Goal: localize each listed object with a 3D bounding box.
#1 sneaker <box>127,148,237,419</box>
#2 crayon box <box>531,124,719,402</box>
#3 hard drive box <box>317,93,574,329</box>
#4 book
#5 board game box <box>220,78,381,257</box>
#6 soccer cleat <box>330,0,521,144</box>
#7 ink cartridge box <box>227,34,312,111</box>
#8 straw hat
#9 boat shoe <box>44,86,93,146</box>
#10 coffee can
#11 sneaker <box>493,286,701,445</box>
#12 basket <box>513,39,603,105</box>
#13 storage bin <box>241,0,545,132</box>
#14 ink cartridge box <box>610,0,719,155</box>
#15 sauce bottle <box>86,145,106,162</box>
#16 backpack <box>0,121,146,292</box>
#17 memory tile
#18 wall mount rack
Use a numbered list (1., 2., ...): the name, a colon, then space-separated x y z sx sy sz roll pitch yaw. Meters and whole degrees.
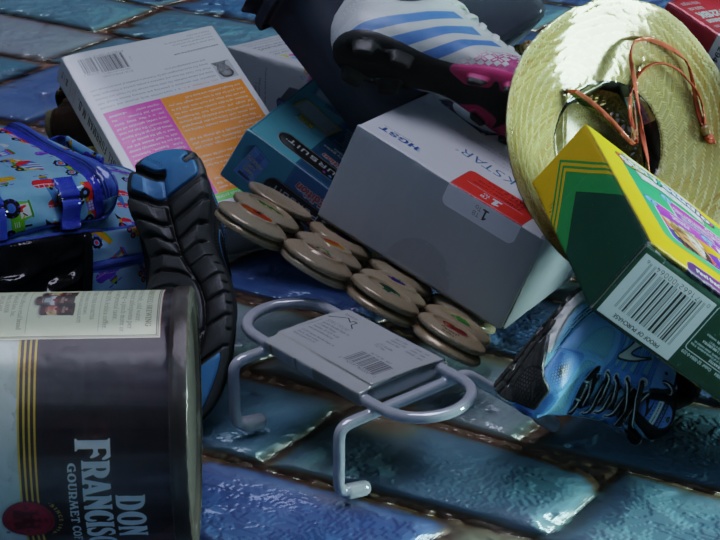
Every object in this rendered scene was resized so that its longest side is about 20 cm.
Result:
1. sneaker: -0.108 0.019 1.513 0.073 0.082 0.201 -10 57 11
2. crayon box: 0.209 0.016 1.424 0.199 0.058 0.173 35 16 -22
3. hard drive box: 0.086 -0.051 1.644 0.155 0.077 0.200 32 25 13
4. book: -0.132 -0.099 1.777 0.133 0.048 0.201 -14 55 -27
5. board game box: 0.000 -0.074 1.744 0.151 0.047 0.200 37 29 4
6. soccer cleat: 0.077 -0.152 1.630 0.199 0.070 0.087 20 56 -10
7. ink cartridge box: 0.003 -0.144 1.965 0.145 0.088 0.199 -18 29 -40
8. straw hat: 0.154 -0.078 1.555 0.200 0.203 0.085 -15 -1 -34
9. boat shoe: -0.225 -0.119 1.943 0.074 0.075 0.202 -17 17 -4
10. coffee can: -0.191 0.084 1.301 0.198 0.148 0.147 -1 21 -1
11. sneaker: 0.157 0.062 1.418 0.090 0.079 0.199 48 28 18
12. basket: 0.175 -0.143 1.873 0.199 0.150 0.143 -13 25 -27
13. storage bin: 0.031 -0.195 1.723 0.199 0.135 0.146 -32 -2 -14
14. ink cartridge box: 0.277 -0.078 1.614 0.200 0.145 0.084 37 27 24
15. sauce bottle: -0.174 -0.069 1.812 0.199 0.067 0.066 -9 23 -27
16. backpack: -0.213 -0.024 1.600 0.199 0.136 0.182 -10 24 -30
17. memory tile: 0.000 0.000 1.540 0.199 0.017 0.153 30 9 4
18. wall mount rack: 0.020 0.072 1.440 0.173 0.075 0.200 -18 28 -32
